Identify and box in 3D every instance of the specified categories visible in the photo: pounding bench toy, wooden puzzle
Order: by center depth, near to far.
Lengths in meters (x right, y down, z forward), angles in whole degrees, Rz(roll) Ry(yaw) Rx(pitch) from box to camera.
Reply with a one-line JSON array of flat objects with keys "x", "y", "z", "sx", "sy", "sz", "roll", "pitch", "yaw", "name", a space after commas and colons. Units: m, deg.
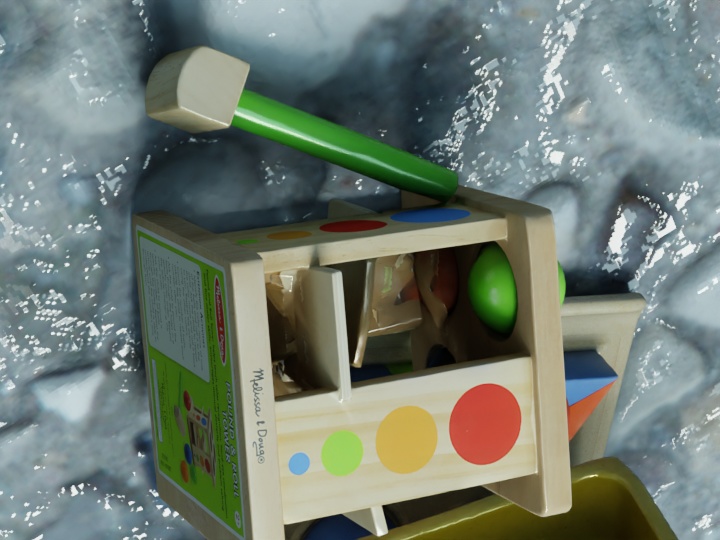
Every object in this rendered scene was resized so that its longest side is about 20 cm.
[{"x": 0.000, "y": 0.000, "z": 0.894, "sx": 0.155, "sy": 0.124, "sz": 0.201, "roll": -9, "pitch": 102, "yaw": -22, "name": "pounding bench toy"}, {"x": 0.041, "y": 0.103, "z": 1.044, "sx": 0.185, "sy": 0.046, "sz": 0.201, "roll": -3, "pitch": 124, "yaw": -25, "name": "wooden puzzle"}]

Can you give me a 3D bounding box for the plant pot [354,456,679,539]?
[{"x": 0.071, "y": 0.244, "z": 1.013, "sx": 0.195, "sy": 0.194, "sz": 0.200, "roll": -16, "pitch": 136, "yaw": -16, "name": "plant pot"}]
